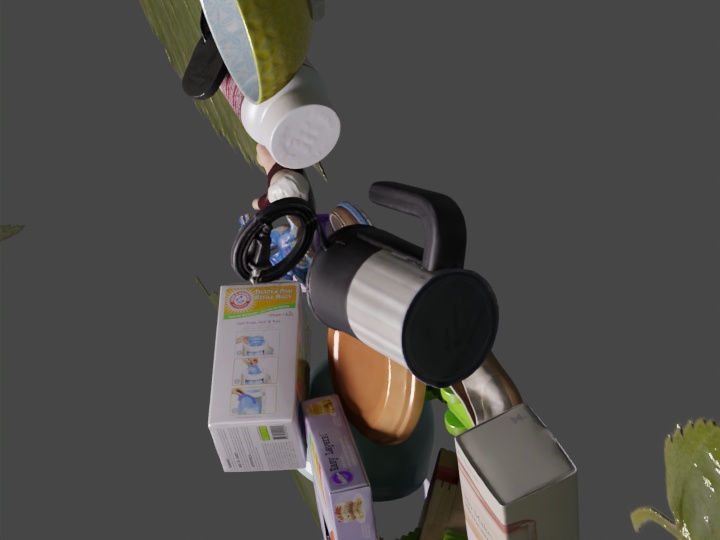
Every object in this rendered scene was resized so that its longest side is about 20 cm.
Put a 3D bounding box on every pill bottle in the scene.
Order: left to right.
[{"bbox_3d":[-0.103,-0.216,1.601,0.110,0.109,0.201,81,162,-48],"label":"pill bottle"}]

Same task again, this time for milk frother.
[{"bbox_3d":[0.000,0.015,1.320,0.188,0.198,0.182,25,128,55],"label":"milk frother"}]

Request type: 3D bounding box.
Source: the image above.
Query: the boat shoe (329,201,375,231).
[{"bbox_3d":[0.000,0.000,1.629,0.073,0.072,0.201,85,159,-54],"label":"boat shoe"}]

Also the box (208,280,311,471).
[{"bbox_3d":[-0.116,0.125,1.606,0.113,0.100,0.202,81,-172,-52],"label":"box"}]

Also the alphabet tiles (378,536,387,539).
[{"bbox_3d":[0.112,0.347,1.513,0.199,0.015,0.195,33,164,-35],"label":"alphabet tiles"}]

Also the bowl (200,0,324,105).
[{"bbox_3d":[-0.103,-0.294,1.469,0.201,0.107,0.201,60,165,27],"label":"bowl"}]

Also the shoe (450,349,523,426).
[{"bbox_3d":[0.100,0.083,1.399,0.070,0.053,0.201,83,160,-51],"label":"shoe"}]

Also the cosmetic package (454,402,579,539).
[{"bbox_3d":[0.160,0.244,1.351,0.104,0.087,0.201,-125,18,-45],"label":"cosmetic package"}]

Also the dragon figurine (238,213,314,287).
[{"bbox_3d":[-0.082,-0.006,1.705,0.100,0.059,0.201,-48,64,36],"label":"dragon figurine"}]

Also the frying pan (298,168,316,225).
[{"bbox_3d":[-0.103,-0.135,1.920,0.190,0.031,0.116,-122,16,-50],"label":"frying pan"}]

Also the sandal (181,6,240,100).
[{"bbox_3d":[-0.160,-0.297,1.581,0.075,0.202,0.045,15,166,41],"label":"sandal"}]

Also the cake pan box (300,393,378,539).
[{"bbox_3d":[-0.018,0.270,1.515,0.185,0.052,0.202,-111,11,-59],"label":"cake pan box"}]

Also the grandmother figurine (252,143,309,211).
[{"bbox_3d":[-0.101,-0.125,1.729,0.060,0.122,0.200,26,-165,-16],"label":"grandmother figurine"}]

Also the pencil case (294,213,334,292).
[{"bbox_3d":[-0.059,-0.021,1.834,0.200,0.083,0.087,154,114,-76],"label":"pencil case"}]

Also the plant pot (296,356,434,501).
[{"bbox_3d":[0.008,0.171,1.684,0.201,0.198,0.135,53,135,47],"label":"plant pot"}]

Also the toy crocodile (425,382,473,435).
[{"bbox_3d":[0.100,0.122,1.478,0.200,0.061,0.068,45,154,50],"label":"toy crocodile"}]

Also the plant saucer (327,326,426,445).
[{"bbox_3d":[0.011,0.098,1.519,0.200,0.037,0.203,15,107,61],"label":"plant saucer"}]

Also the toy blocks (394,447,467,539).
[{"bbox_3d":[0.104,0.269,1.563,0.200,0.099,0.138,98,-171,-71],"label":"toy blocks"}]

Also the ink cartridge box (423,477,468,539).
[{"bbox_3d":[0.148,0.379,1.732,0.201,0.043,0.199,55,163,35],"label":"ink cartridge box"}]
